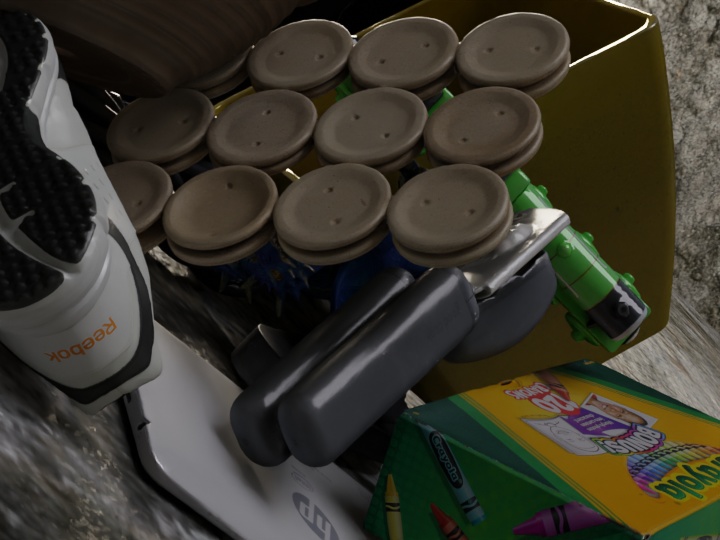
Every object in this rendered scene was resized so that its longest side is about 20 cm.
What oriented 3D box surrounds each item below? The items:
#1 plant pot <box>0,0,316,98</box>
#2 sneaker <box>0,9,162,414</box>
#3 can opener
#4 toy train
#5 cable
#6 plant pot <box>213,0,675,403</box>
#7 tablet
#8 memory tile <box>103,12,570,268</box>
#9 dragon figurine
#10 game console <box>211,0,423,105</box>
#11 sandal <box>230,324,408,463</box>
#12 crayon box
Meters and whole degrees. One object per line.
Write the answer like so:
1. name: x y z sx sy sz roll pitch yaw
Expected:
1. plant pot: -0.113 -0.134 0.831 0.200 0.093 0.201 20 -9 3
2. sneaker: -0.124 -0.023 0.727 0.080 0.073 0.200 60 3 -41
3. can opener: 0.028 0.033 0.824 0.200 0.053 0.067 -41 116 -43
4. toy train: 0.063 -0.037 0.922 0.200 0.042 0.056 44 -6 -7
5. cable: -0.111 -0.062 0.969 0.200 0.051 0.164 36 20 -56
6. plant pot: 0.059 -0.032 1.078 0.200 0.199 0.177 38 -27 64
7. tablet: -0.027 0.093 0.806 0.200 0.014 0.130 41 12 -32
8. memory tile: -0.018 -0.056 0.838 0.154 0.199 0.017 -67 151 -42
9. dragon figurine: 0.000 0.000 0.905 0.059 0.100 0.200 38 -4 32
10. game console: -0.001 -0.137 1.244 0.176 0.200 0.116 46 11 -8
11. sandal: -0.004 0.052 0.933 0.076 0.043 0.200 45 5 9
12. crayon box: 0.103 0.099 0.878 0.118 0.059 0.200 25 16 26
